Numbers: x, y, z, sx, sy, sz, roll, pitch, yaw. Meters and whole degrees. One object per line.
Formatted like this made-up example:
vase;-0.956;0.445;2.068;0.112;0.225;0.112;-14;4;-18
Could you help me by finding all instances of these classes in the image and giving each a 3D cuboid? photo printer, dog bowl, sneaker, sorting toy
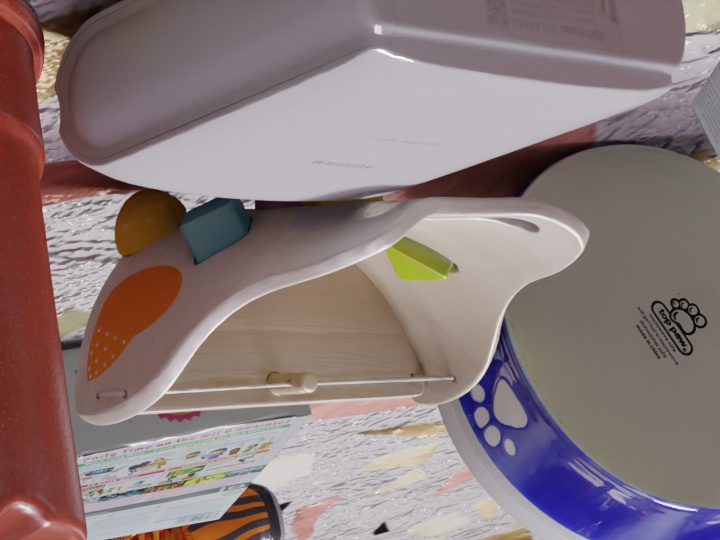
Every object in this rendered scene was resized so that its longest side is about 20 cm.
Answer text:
photo printer;-0.005;-0.075;0.863;0.165;0.070;0.199;3;166;-42
dog bowl;0.138;0.041;1.160;0.199;0.202;0.079;-6;158;-29
sneaker;-0.148;0.200;1.585;0.199;0.078;0.112;-29;159;35
sorting toy;0.000;0.000;1.015;0.199;0.108;0.179;-1;170;-39

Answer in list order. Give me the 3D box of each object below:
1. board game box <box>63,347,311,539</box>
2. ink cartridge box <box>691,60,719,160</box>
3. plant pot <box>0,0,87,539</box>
board game box;-0.129;0.098;1.325;0.146;0.065;0.200;-9;162;-24
ink cartridge box;0.251;-0.131;0.954;0.195;0.044;0.200;-23;163;-19
plant pot;-0.189;0.023;0.836;0.199;0.197;0.201;-15;162;-5
